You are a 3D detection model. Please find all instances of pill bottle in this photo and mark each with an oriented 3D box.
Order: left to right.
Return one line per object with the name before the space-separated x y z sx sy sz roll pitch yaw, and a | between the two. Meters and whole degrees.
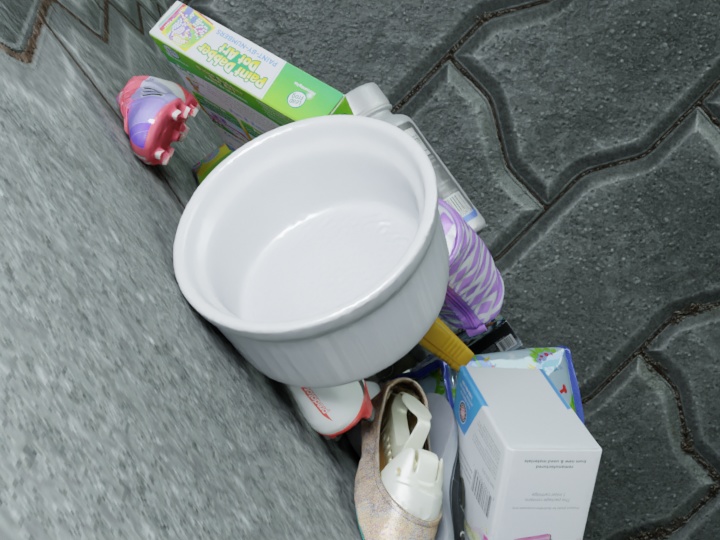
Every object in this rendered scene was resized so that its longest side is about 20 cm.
pill bottle | 0.035 -0.096 1.237 0.200 0.114 0.114 55 2 6

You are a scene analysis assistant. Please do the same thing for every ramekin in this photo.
ramekin | -0.029 -0.011 0.847 0.201 0.200 0.098 57 -5 42

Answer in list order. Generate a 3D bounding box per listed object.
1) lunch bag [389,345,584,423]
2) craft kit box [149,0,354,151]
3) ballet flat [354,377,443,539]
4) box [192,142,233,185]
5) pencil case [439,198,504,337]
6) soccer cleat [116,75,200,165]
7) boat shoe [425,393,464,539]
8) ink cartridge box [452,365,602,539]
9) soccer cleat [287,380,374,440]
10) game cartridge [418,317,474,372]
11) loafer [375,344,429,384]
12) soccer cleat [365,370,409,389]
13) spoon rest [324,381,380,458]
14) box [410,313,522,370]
lunch bag | 0.135 0.187 1.147 0.127 0.169 0.201 -29 -111 58
craft kit box | -0.072 -0.130 1.018 0.200 0.049 0.198 33 -9 26
ballet flat | 0.032 0.150 0.886 0.068 0.067 0.200 26 26 -20
box | -0.071 -0.044 1.251 0.193 0.122 0.200 53 3 -30
pencil case | 0.084 -0.002 1.101 0.200 0.084 0.086 37 32 -64
soccer cleat | -0.195 -0.143 1.042 0.076 0.067 0.200 25 13 -7
boat shoe | 0.054 0.187 0.951 0.200 0.068 0.057 -83 152 -53
ink cartridge box | 0.125 0.203 0.976 0.145 0.084 0.201 -116 -148 -65
soccer cleat | -0.042 0.053 0.945 0.085 0.068 0.200 50 13 -36
game cartridge | 0.000 0.000 1.039 0.200 0.032 0.176 41 3 -42
loafer | -0.025 0.037 1.100 0.200 0.070 0.075 41 4 -6
soccer cleat | 0.027 0.126 1.233 0.085 0.068 0.201 60 12 -51
spoon rest | 0.011 0.143 1.056 0.100 0.060 0.200 57 4 23
box | 0.102 0.123 1.426 0.040 0.200 0.137 55 2 -4
